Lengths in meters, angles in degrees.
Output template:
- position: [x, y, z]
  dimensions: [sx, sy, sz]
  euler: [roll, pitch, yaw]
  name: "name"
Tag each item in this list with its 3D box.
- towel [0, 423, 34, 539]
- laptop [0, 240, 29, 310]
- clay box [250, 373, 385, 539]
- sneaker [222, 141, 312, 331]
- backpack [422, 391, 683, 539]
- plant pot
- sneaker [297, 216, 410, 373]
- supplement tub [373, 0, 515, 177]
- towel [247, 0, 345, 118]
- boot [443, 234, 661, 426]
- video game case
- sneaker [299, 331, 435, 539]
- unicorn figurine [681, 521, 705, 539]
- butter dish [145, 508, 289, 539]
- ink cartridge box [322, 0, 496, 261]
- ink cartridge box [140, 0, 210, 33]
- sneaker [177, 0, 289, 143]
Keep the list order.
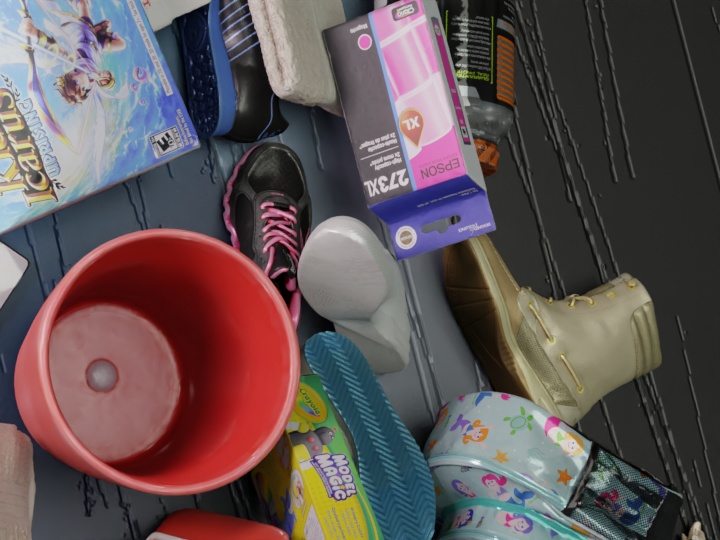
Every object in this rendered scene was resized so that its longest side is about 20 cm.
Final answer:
- position: [-0.273, 0.177, 1.407]
  dimensions: [0.034, 0.200, 0.133]
  euler: [-4, 82, 7]
  name: "towel"
- position: [-0.358, 0.015, 1.435]
  dimensions: [0.187, 0.116, 0.200]
  euler: [36, 69, -16]
  name: "laptop"
- position: [-0.038, 0.170, 1.482]
  dimensions: [0.048, 0.115, 0.200]
  euler: [-6, 46, -18]
  name: "clay box"
- position: [-0.069, -0.012, 1.584]
  dimensions: [0.079, 0.095, 0.200]
  euler: [9, 78, -20]
  name: "sneaker"
- position: [0.137, 0.192, 1.604]
  dimensions: [0.200, 0.178, 0.151]
  euler: [38, 64, -11]
  name: "backpack"
- position: [-0.171, 0.076, 1.475]
  dimensions: [0.200, 0.177, 0.201]
  euler: [4, 80, -25]
  name: "plant pot"
- position: [0.000, 0.000, 1.584]
  dimensions: [0.075, 0.200, 0.089]
  euler: [3, 59, 14]
  name: "sneaker"
- position: [0.071, -0.183, 1.658]
  dimensions: [0.122, 0.123, 0.200]
  euler: [6, 79, -24]
  name: "supplement tub"
- position: [-0.057, -0.227, 1.610]
  dimensions: [0.132, 0.034, 0.200]
  euler: [7, 67, -63]
  name: "towel"
- position: [0.170, 0.031, 1.698]
  dimensions: [0.155, 0.073, 0.200]
  euler: [-30, 97, -25]
  name: "boot"
- position: [-0.242, -0.150, 1.481]
  dimensions: [0.181, 0.045, 0.200]
  euler: [-26, 98, -24]
  name: "video game case"
- position: [-0.006, 0.152, 1.573]
  dimensions: [0.076, 0.081, 0.200]
  euler: [-11, 70, -39]
  name: "sneaker"
- position: [0.295, 0.328, 1.707]
  dimensions: [0.137, 0.074, 0.200]
  euler: [50, 60, -22]
  name: "unicorn figurine"
- position: [-0.117, 0.298, 1.468]
  dimensions: [0.148, 0.200, 0.200]
  euler: [46, 67, -24]
  name: "butter dish"
- position: [0.039, -0.115, 1.580]
  dimensions: [0.037, 0.095, 0.200]
  euler: [-7, 80, -63]
  name: "ink cartridge box"
- position: [-0.233, -0.220, 1.554]
  dimensions: [0.200, 0.067, 0.117]
  euler: [-28, 96, -25]
  name: "ink cartridge box"
- position: [-0.103, -0.204, 1.617]
  dimensions: [0.078, 0.070, 0.200]
  euler: [1, 83, -36]
  name: "sneaker"
